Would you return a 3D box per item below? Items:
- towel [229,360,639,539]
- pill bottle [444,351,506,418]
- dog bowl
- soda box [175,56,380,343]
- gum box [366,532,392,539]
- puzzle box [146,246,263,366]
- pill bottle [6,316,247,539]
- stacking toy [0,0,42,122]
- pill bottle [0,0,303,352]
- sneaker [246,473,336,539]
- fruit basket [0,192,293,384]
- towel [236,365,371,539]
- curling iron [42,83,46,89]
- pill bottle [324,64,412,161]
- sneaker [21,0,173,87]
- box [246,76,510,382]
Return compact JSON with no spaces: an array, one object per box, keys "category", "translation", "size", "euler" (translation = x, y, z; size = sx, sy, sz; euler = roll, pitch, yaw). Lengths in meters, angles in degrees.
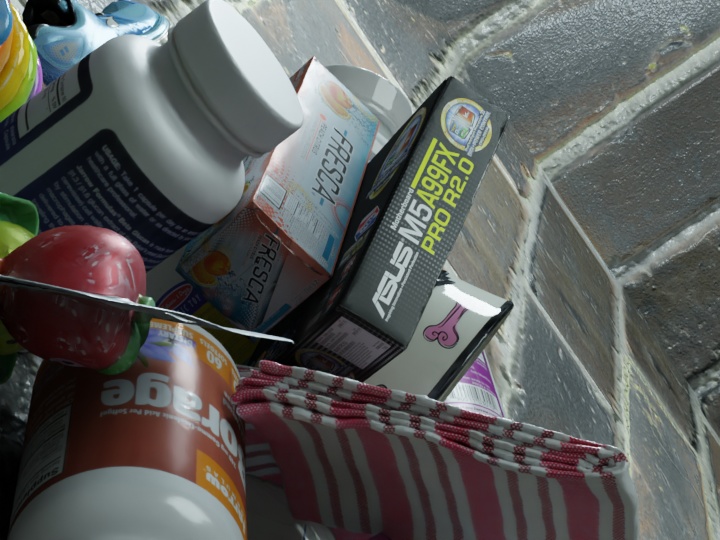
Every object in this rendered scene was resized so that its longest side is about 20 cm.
[{"category":"towel","translation":[0.041,0.111,0.819],"size":[0.147,0.198,0.030],"euler":[70,38,-54]},{"category":"pill bottle","translation":[0.052,0.095,1.329],"size":[0.112,0.112,0.201],"euler":[45,19,-36]},{"category":"dog bowl","translation":[0.015,0.080,1.112],"size":[0.074,0.201,0.200],"euler":[37,14,6]},{"category":"soda box","translation":[-0.044,-0.047,0.974],"size":[0.064,0.068,0.201],"euler":[43,28,-15]},{"category":"gum box","translation":[0.045,0.235,0.881],"size":[0.200,0.066,0.114],"euler":[42,24,-38]},{"category":"puzzle box","translation":[-0.077,0.001,1.048],"size":[0.200,0.025,0.134],"euler":[-42,101,-34]},{"category":"pill bottle","translation":[-0.108,0.115,0.781],"size":[0.112,0.112,0.201],"euler":[48,17,-27]},{"category":"stacking toy","translation":[-0.221,-0.113,0.954],"size":[0.111,0.115,0.200],"euler":[66,6,25]},{"category":"pill bottle","translation":[-0.131,-0.053,0.884],"size":[0.111,0.199,0.111],"euler":[50,16,-21]},{"category":"sneaker","translation":[-0.037,0.199,0.916],"size":[0.201,0.074,0.087],"euler":[55,20,-3]},{"category":"fruit basket","translation":[-0.154,0.014,0.723],"size":[0.198,0.095,0.185],"euler":[14,-2,23]},{"category":"towel","translation":[-0.009,0.121,0.948],"size":[0.201,0.145,0.030],"euler":[66,39,-50]},{"category":"curling iron","translation":[-0.186,-0.061,1.076],"size":[0.201,0.025,0.050],"euler":[58,35,-12]},{"category":"pill bottle","translation":[-0.031,-0.041,1.174],"size":[0.111,0.110,0.202],"euler":[44,56,-38]},{"category":"sneaker","translation":[-0.191,-0.167,1.172],"size":[0.090,0.078,0.200],"euler":[49,16,-13]},{"category":"box","translation":[0.000,0.000,0.960],"size":[0.044,0.200,0.161],"euler":[30,62,-10]}]
